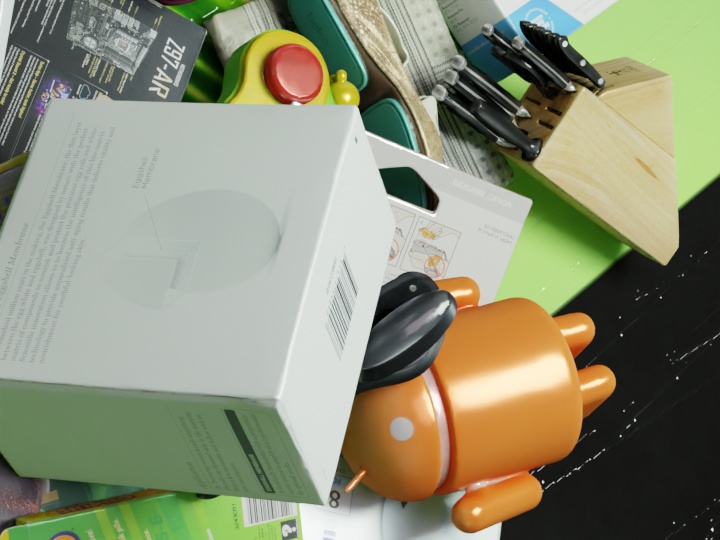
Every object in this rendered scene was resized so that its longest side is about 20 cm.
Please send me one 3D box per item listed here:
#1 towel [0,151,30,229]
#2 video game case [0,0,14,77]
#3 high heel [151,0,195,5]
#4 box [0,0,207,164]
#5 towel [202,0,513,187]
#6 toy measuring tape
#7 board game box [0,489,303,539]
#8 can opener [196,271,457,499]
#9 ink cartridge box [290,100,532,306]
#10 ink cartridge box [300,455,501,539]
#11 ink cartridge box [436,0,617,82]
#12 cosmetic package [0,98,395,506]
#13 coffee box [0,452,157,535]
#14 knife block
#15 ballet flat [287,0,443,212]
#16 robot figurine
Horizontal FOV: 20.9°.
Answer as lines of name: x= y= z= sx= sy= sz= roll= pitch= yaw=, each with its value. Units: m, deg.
towel: x=-0.231 y=0.042 z=1.198 sx=0.143 sy=0.023 sz=0.201 roll=-22 pitch=104 yaw=-28
video game case: x=-0.294 y=-0.196 z=1.180 sx=0.181 sy=0.023 sz=0.202 roll=8 pitch=83 yaw=9
high heel: x=-0.062 y=-0.235 z=1.341 sx=0.199 sy=0.096 sz=0.068 roll=-20 pitch=110 yaw=-22
box: x=-0.205 y=-0.107 z=1.274 sx=0.160 sy=0.043 sz=0.201 roll=27 pitch=65 yaw=-21
towel: x=-0.001 y=-0.122 z=1.410 sx=0.192 sy=0.034 sz=0.201 roll=-24 pitch=92 yaw=-30
toy measuring tape: x=-0.089 y=-0.127 z=1.292 sx=0.199 sy=0.073 sz=0.074 roll=1 pitch=76 yaw=-30
board game box: x=-0.126 y=0.183 z=1.191 sx=0.199 sy=0.030 sz=0.096 roll=-9 pitch=97 yaw=-32
can opener: x=-0.030 y=0.066 z=1.194 sx=0.199 sy=0.079 sz=0.064 roll=-32 pitch=66 yaw=-2
ink cartridge box: x=0.000 y=0.000 z=1.329 sx=0.199 sy=0.045 sz=0.177 roll=21 pitch=89 yaw=-24
ink cartridge box: x=0.009 y=0.234 z=1.303 sx=0.159 sy=0.047 sz=0.201 roll=17 pitch=67 yaw=-25
ink cartridge box: x=0.095 y=-0.257 z=1.476 sx=0.116 sy=0.068 sz=0.201 roll=-37 pitch=96 yaw=-32
cosmetic package: x=-0.103 y=0.015 z=1.130 sx=0.198 sy=0.123 sz=0.200 roll=4 pitch=57 yaw=17
coffee box: x=-0.153 y=0.160 z=1.214 sx=0.199 sy=0.044 sz=0.124 roll=0 pitch=92 yaw=-30
knife block: x=0.142 y=-0.087 z=1.424 sx=0.174 sy=0.064 sz=0.201 roll=-16 pitch=115 yaw=-20
ballet flat: x=0.020 y=-0.126 z=1.366 sx=0.065 sy=0.070 sz=0.201 roll=-28 pitch=96 yaw=-40
robot figurine: x=0.067 y=0.087 z=1.283 sx=0.199 sy=0.117 sz=0.145 roll=-13 pitch=111 yaw=-20
